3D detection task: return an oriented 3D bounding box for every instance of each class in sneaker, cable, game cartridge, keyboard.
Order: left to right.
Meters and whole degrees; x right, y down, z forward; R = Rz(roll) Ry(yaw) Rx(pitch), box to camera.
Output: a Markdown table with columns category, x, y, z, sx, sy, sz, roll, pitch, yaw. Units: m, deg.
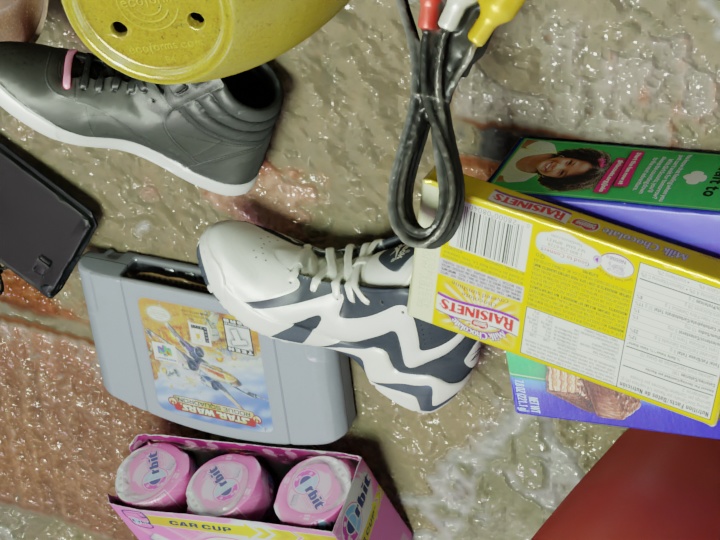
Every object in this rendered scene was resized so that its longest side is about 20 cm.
| category | x | y | z | sx | sy | sz | roll | pitch | yaw |
| --- | --- | --- | --- | --- | --- | --- | --- | --- | --- |
| keyboard | -0.282 | -0.062 | 1.493 | 0.200 | 0.040 | 0.104 | 37 | 116 | 5 |
| sneaker | -0.138 | -0.122 | 1.309 | 0.200 | 0.071 | 0.099 | 20 | 135 | -17 |
| game cartridge | -0.102 | 0.059 | 1.485 | 0.199 | 0.042 | 0.133 | 10 | 126 | 22 |
| sneaker | 0.000 | 0.000 | 1.346 | 0.199 | 0.080 | 0.130 | 34 | 134 | 0 |
| cable | 0.039 | -0.117 | 1.187 | 0.097 | 0.050 | 0.201 | 21 | 92 | 25 |

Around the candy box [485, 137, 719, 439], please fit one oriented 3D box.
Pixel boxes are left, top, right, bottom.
| category | x | y | z | sx | sy | sz | roll | pitch | yaw |
| --- | --- | --- | --- | --- | --- | --- | --- | --- | --- |
| candy box | 0.185 | 0.014 | 1.252 | 0.199 | 0.077 | 0.169 | 5 | 126 | 25 |

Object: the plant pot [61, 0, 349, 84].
| category | x | y | z | sx | sy | sz | roll | pitch | yaw |
| --- | --- | --- | --- | --- | --- | --- | --- | --- | --- |
| plant pot | -0.096 | -0.186 | 1.183 | 0.199 | 0.142 | 0.200 | 10 | 131 | 12 |

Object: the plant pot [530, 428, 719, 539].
| category | x | y | z | sx | sy | sz | roll | pitch | yaw |
| --- | --- | --- | --- | --- | --- | --- | --- | --- | --- |
| plant pot | 0.197 | 0.200 | 1.329 | 0.200 | 0.177 | 0.201 | 15 | 131 | 18 |

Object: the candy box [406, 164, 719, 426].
| category | x | y | z | sx | sy | sz | roll | pitch | yaw |
| --- | --- | --- | --- | --- | --- | --- | --- | --- | --- |
| candy box | 0.125 | 0.014 | 1.215 | 0.200 | 0.026 | 0.102 | 20 | 131 | 18 |

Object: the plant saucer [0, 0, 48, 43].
| category | x | y | z | sx | sy | sz | roll | pitch | yaw |
| --- | --- | --- | --- | --- | --- | --- | --- | --- | --- |
| plant saucer | -0.278 | -0.218 | 1.328 | 0.200 | 0.037 | 0.201 | 17 | 136 | 17 |

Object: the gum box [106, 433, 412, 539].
| category | x | y | z | sx | sy | sz | roll | pitch | yaw |
| --- | --- | --- | --- | --- | --- | --- | --- | --- | --- |
| gum box | -0.077 | 0.182 | 1.527 | 0.199 | 0.066 | 0.114 | 3 | 146 | 27 |
